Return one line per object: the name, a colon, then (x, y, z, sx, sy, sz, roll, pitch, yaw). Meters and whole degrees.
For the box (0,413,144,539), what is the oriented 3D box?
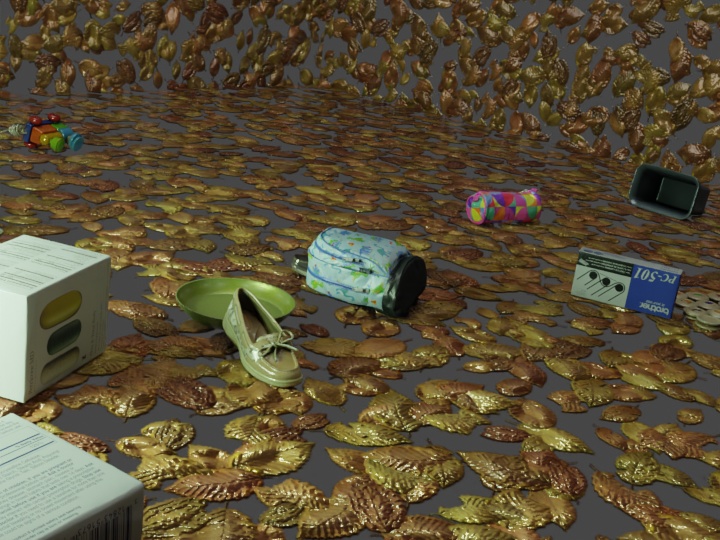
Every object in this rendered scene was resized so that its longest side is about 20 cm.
box: (-0.339, 0.240, 0.917, 0.199, 0.105, 0.184, 19, 22, 29)

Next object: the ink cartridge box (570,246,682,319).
ink cartridge box: (0.525, 0.023, 1.944, 0.199, 0.094, 0.044, 14, 19, 20)

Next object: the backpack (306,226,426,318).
backpack: (0.000, 0.000, 1.764, 0.199, 0.154, 0.163, 2, 21, 25)

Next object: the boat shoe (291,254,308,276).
boat shoe: (-0.034, -0.024, 1.893, 0.199, 0.074, 0.075, 3, 18, -15)

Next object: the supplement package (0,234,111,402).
supplement package: (-0.459, 0.060, 1.340, 0.150, 0.152, 0.200, 13, 19, 14)

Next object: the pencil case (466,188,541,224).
pencil case: (0.361, -0.160, 2.457, 0.199, 0.089, 0.088, -6, 22, -34)

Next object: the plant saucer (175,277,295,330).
plant saucer: (-0.209, 0.060, 1.639, 0.199, 0.031, 0.200, 7, 18, -2)

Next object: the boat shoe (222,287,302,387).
boat shoe: (-0.147, 0.100, 1.458, 0.073, 0.063, 0.200, -7, 34, -36)

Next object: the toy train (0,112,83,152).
toy train: (-0.824, -0.344, 2.560, 0.115, 0.085, 0.200, 28, 23, 16)

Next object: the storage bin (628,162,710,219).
storage bin: (0.900, -0.231, 2.826, 0.200, 0.146, 0.134, 24, 14, 40)

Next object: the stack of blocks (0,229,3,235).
stack of blocks: (-0.729, -0.089, 1.683, 0.200, 0.059, 0.115, 37, 16, -10)

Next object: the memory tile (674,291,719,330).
memory tile: (0.708, 0.080, 1.972, 0.153, 0.017, 0.200, 4, 19, -10)
